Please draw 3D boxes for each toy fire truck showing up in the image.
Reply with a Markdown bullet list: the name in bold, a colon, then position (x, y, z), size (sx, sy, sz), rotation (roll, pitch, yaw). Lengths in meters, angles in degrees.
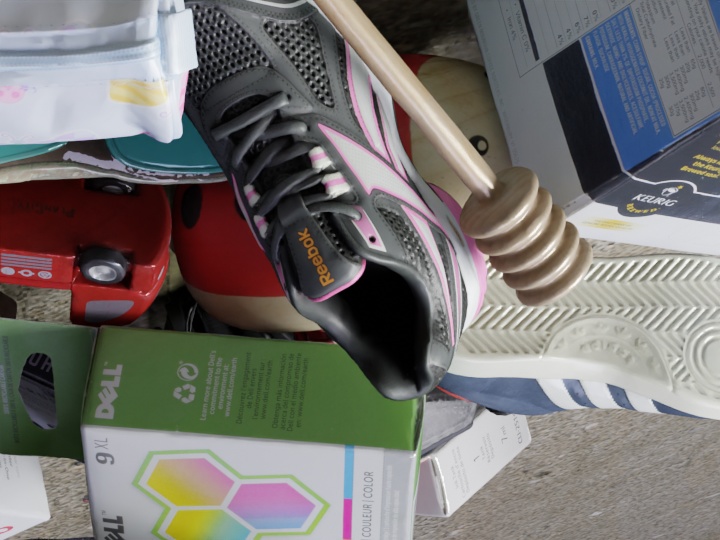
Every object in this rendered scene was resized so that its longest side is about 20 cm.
- **toy fire truck**: position (-0.188, 0.003, 1.023), size (0.198, 0.049, 0.141), rotation (7, 149, -7)

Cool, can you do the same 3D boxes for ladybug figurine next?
- **ladybug figurine**: position (-0.009, -0.041, 1.019), size (0.199, 0.136, 0.072), rotation (-17, 132, 26)

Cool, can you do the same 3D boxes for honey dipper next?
- **honey dipper**: position (0.023, -0.066, 0.879), size (0.038, 0.038, 0.200), rotation (-26, 120, 25)

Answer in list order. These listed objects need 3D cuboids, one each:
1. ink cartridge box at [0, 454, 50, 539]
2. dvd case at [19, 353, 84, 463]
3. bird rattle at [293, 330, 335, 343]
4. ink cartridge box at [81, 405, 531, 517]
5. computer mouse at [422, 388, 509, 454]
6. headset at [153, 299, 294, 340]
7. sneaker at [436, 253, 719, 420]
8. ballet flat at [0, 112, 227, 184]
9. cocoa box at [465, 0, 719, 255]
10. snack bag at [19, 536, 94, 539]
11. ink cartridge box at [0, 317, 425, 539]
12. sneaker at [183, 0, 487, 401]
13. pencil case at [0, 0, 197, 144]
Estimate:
- **ink cartridge box**: position (-0.290, 0.116, 1.259), size (0.144, 0.084, 0.200), rotation (-24, 159, 22)
- **dvd case**: position (-0.163, 0.064, 1.163), size (0.149, 0.025, 0.200), rotation (23, 164, 18)
- **bird rattle**: position (0.000, 0.000, 1.111), size (0.164, 0.112, 0.200), rotation (-57, 171, 24)
- **ink cartridge box**: position (-0.031, 0.115, 1.308), size (0.199, 0.045, 0.176), rotation (0, -157, 39)
- **computer mouse**: position (0.002, 0.075, 1.223), size (0.199, 0.053, 0.138), rotation (-28, -166, -33)
- **headset**: position (-0.055, 0.045, 1.241), size (0.123, 0.095, 0.200), rotation (-26, 169, 25)
- **sneaker**: position (0.114, 0.035, 1.047), size (0.198, 0.076, 0.085), rotation (10, 159, -3)
- **ballet flat**: position (-0.122, -0.069, 0.963), size (0.199, 0.068, 0.062), rotation (-2, -174, -25)
- **cocoa box**: position (0.166, -0.092, 0.988), size (0.199, 0.134, 0.131), rotation (6, 151, -44)
- **snack bag**: position (-0.069, 0.146, 1.085), size (0.188, 0.022, 0.199), rotation (4, -179, 42)
- **ink cartridge box**: position (-0.072, 0.081, 1.016), size (0.198, 0.060, 0.104), rotation (5, 140, 2)
- **sneaker**: position (-0.014, -0.032, 0.893), size (0.080, 0.087, 0.200), rotation (-31, 115, 25)
- **pencil case**: position (-0.158, -0.081, 0.798), size (0.198, 0.084, 0.091), rotation (-3, 179, -5)
